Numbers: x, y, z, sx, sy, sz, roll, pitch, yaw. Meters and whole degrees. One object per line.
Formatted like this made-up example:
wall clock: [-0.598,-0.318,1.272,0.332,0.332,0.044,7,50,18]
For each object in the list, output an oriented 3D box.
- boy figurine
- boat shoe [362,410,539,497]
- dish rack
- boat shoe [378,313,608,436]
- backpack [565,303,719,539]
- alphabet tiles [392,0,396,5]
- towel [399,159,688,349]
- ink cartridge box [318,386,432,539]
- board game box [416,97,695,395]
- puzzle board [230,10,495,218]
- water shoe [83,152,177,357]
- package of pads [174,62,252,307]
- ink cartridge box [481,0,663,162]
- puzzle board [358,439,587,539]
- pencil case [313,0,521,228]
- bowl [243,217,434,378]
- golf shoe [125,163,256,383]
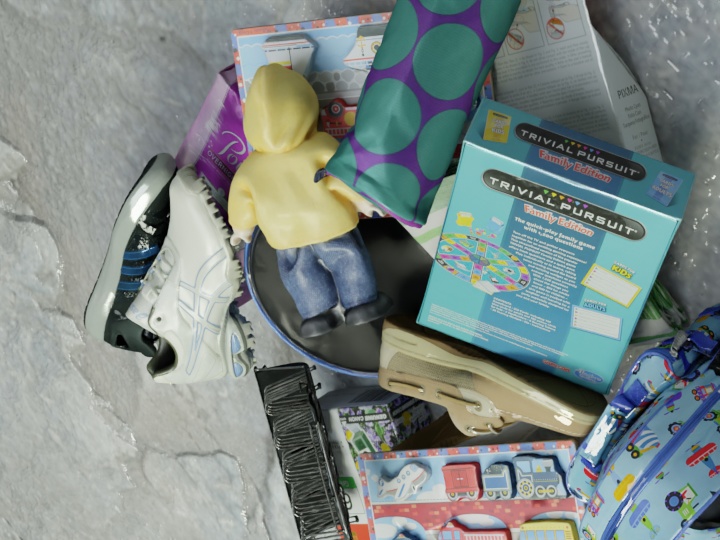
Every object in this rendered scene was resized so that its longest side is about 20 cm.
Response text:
boy figurine: [-0.046,-0.052,1.300,0.124,0.064,0.201,-17,98,22]
boat shoe: [0.095,0.145,1.418,0.200,0.071,0.069,-35,109,29]
dish rack: [-0.041,0.153,1.415,0.200,0.054,0.155,-135,28,-85]
boat shoe: [0.097,0.090,1.327,0.199,0.071,0.065,22,107,39]
backpack: [0.220,0.137,1.216,0.134,0.200,0.183,41,133,18]
alphabet tiles: [0.059,-0.276,1.285,0.201,0.015,0.195,55,136,5]
towel: [0.126,-0.006,1.289,0.152,0.023,0.200,-19,125,42]
ink cartridge box: [0.027,0.201,1.524,0.108,0.050,0.201,-8,104,43]
board game box: [0.130,-0.013,1.225,0.150,0.047,0.201,21,141,7]
puzzle board: [0.004,-0.112,1.308,0.199,0.017,0.152,-3,105,21]
water shoe: [-0.171,-0.013,1.492,0.078,0.072,0.201,25,129,-1]
package of pads: [-0.096,-0.072,1.481,0.121,0.076,0.200,45,134,11]
ink cartridge box: [0.126,-0.132,1.282,0.159,0.047,0.201,-9,98,44]
puzzle board: [0.088,0.210,1.352,0.199,0.017,0.152,-8,92,37]
pencil case: [0.045,-0.136,1.219,0.085,0.092,0.201,23,97,-6]
bowl: [0.000,0.000,1.402,0.199,0.039,0.202,9,126,13]
golf shoe: [-0.144,0.013,1.429,0.078,0.097,0.201,-126,25,-54]
